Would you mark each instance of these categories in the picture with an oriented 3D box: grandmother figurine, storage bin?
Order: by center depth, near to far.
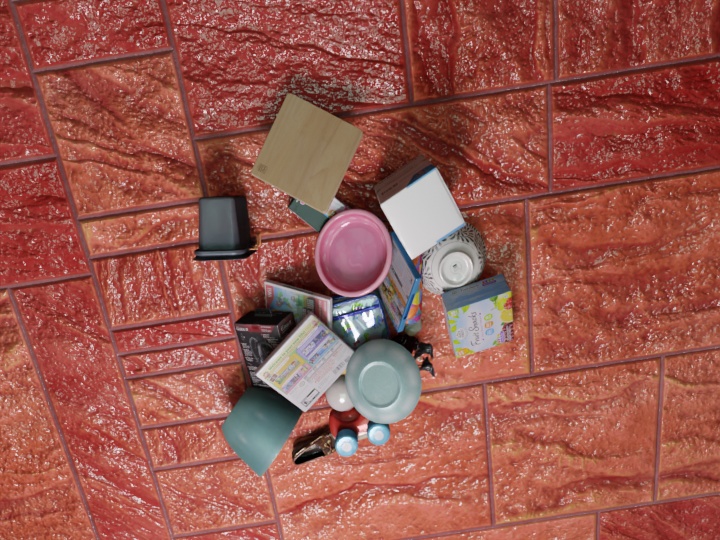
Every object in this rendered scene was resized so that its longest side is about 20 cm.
[{"bbox_3d":[-0.306,-0.104,1.245,0.140,0.200,0.140,-1,100,-2],"label":"storage bin"},{"bbox_3d":[0.113,0.214,1.431,0.118,0.060,0.206,9,107,-35],"label":"grandmother figurine"}]

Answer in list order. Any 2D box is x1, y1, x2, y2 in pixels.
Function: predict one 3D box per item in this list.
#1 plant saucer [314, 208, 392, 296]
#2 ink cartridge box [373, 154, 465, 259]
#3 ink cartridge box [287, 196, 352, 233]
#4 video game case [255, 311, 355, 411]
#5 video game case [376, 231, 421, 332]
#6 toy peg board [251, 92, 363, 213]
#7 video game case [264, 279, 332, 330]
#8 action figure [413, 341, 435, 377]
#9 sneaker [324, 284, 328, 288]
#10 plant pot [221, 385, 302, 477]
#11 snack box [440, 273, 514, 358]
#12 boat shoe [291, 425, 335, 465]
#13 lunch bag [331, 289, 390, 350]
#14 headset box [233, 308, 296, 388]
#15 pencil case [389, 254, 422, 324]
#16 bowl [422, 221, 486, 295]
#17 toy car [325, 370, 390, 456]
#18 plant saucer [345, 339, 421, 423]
[{"bbox_3d":[-0.013,-0.040,1.272,0.193,0.051,0.209,-2,84,19],"label":"plant saucer"},{"bbox_3d":[0.130,-0.153,1.234,0.144,0.201,0.148,-31,109,8],"label":"ink cartridge box"},{"bbox_3d":[-0.076,-0.134,1.321,0.198,0.037,0.095,37,102,-15],"label":"ink cartridge box"},{"bbox_3d":[-0.129,0.227,1.308,0.200,0.022,0.182,-45,120,2],"label":"video game case"},{"bbox_3d":[0.087,0.030,1.278,0.017,0.145,0.203,-12,143,-21],"label":"video game case"},{"bbox_3d":[-0.117,-0.261,1.239,0.194,0.098,0.205,26,88,5],"label":"toy peg board"},{"bbox_3d":[-0.157,0.114,1.350,0.194,0.017,0.148,14,116,26],"label":"video game case"},{"bbox_3d":[0.094,0.240,1.352,0.193,0.102,0.123,-8,113,-12],"label":"action figure"},{"bbox_3d":[0.000,0.000,1.347,0.197,0.072,0.084,-34,109,9],"label":"sneaker"},{"bbox_3d":[-0.269,0.404,1.408,0.159,0.201,0.203,36,104,-3],"label":"plant pot"},{"bbox_3d":[0.300,0.120,1.359,0.163,0.069,0.203,-17,134,3],"label":"snack box"},{"bbox_3d":[-0.102,0.493,1.505,0.195,0.071,0.072,-26,107,5],"label":"boat shoe"},{"bbox_3d":[-0.028,0.139,1.388,0.193,0.083,0.166,-14,105,1],"label":"lunch bag"},{"bbox_3d":[-0.230,0.194,1.369,0.144,0.077,0.207,-2,110,29],"label":"headset box"},{"bbox_3d":[0.113,0.039,1.347,0.085,0.089,0.207,-1,114,-2],"label":"pencil case"},{"bbox_3d":[0.230,-0.017,1.338,0.193,0.095,0.208,0,108,-1],"label":"bowl"},{"bbox_3d":[-0.020,0.332,1.395,0.171,0.185,0.206,-19,107,4],"label":"toy car"},{"bbox_3d":[0.050,0.272,1.292,0.194,0.039,0.209,0,91,15],"label":"plant saucer"}]
